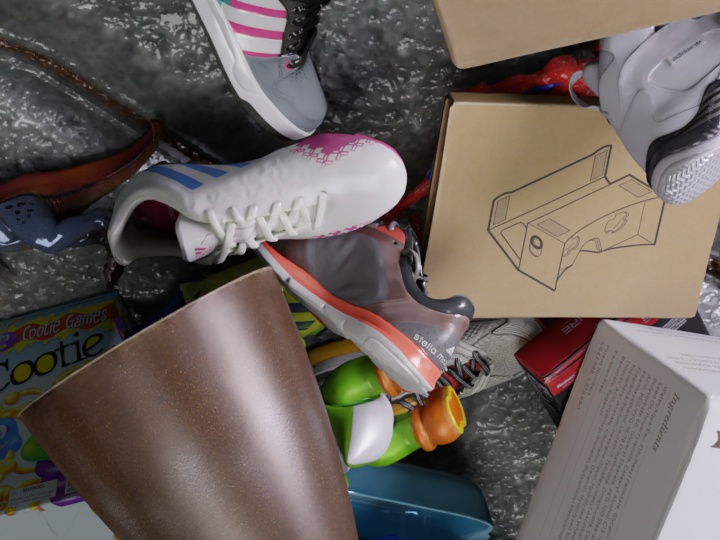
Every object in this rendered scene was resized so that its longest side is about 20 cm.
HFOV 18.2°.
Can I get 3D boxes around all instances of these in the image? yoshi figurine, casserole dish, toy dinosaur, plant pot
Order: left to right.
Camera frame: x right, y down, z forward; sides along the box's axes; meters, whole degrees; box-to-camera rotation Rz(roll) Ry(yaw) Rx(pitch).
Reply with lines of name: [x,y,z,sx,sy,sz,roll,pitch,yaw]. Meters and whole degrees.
toy dinosaur: [-0.246,-0.036,1.528,0.181,0.105,0.201,20,92,-1]
plant pot: [-0.086,0.130,1.420,0.187,0.187,0.201,-32,87,25]
yoshi figurine: [-0.032,0.110,1.550,0.199,0.113,0.112,-26,154,12]
casserole dish: [0.007,0.170,1.680,0.199,0.039,0.121,15,157,-26]

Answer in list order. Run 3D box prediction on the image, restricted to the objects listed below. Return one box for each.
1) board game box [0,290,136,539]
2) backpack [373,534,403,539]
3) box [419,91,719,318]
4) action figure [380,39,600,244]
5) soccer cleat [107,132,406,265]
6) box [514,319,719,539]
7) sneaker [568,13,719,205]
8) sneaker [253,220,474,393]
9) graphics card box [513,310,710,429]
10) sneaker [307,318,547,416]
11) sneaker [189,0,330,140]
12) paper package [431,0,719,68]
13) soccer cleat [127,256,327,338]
board game box: [-0.204,0.127,1.564,0.103,0.200,0.105,-15,130,12]
backpack: [0.023,0.292,1.716,0.199,0.163,0.168,-8,136,25]
box: [0.140,-0.040,1.470,0.199,0.021,0.164,0,122,-14]
action figure: [0.098,-0.094,1.472,0.200,0.052,0.065,-36,129,22]
soccer cleat: [-0.068,-0.035,1.420,0.199,0.086,0.070,-7,120,23]
box: [0.239,0.157,1.545,0.198,0.131,0.201,10,107,-35]
sneaker: [0.220,-0.147,1.375,0.200,0.115,0.075,-48,161,7]
sneaker: [0.000,0.000,1.465,0.082,0.200,0.077,-48,148,-5]
graphics card box: [0.204,0.094,1.608,0.125,0.051,0.200,-39,127,-7]
sneaker: [0.046,0.083,1.608,0.199,0.082,0.078,-21,129,16]
sneaker: [-0.032,-0.172,1.382,0.120,0.084,0.200,-10,131,21]
paper package: [0.125,-0.235,1.308,0.199,0.104,0.191,-12,130,11]
soccer cleat: [-0.079,0.020,1.557,0.200,0.065,0.084,-34,135,29]
